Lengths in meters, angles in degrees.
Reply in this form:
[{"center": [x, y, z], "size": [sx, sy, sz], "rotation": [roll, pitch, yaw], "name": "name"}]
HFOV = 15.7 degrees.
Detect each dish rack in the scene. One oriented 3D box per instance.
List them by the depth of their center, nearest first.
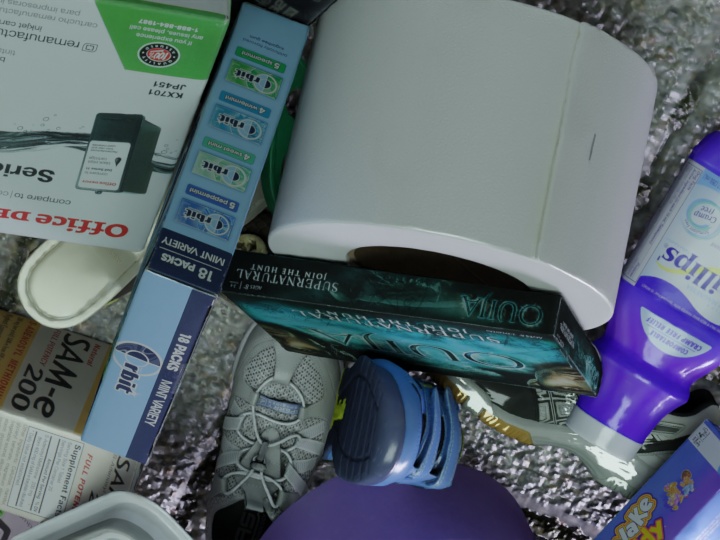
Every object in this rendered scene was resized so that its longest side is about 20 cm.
[{"center": [-0.125, 0.231, 1.593], "size": [0.200, 0.044, 0.171], "rotation": [49, 140, -14], "name": "dish rack"}]

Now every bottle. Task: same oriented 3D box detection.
[{"center": [0.193, 0.018, 1.561], "size": [0.083, 0.065, 0.201], "rotation": [31, 96, -2], "name": "bottle"}]

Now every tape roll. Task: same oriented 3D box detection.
[{"center": [0.058, -0.060, 1.475], "size": [0.202, 0.203, 0.140], "rotation": [12, 76, 1], "name": "tape roll"}, {"center": [0.027, 0.223, 1.662], "size": [0.199, 0.085, 0.201], "rotation": [-9, 125, -12], "name": "tape roll"}]

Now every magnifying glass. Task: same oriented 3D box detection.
[{"center": [-0.041, -0.108, 1.566], "size": [0.079, 0.022, 0.201], "rotation": [-26, 106, -18], "name": "magnifying glass"}]

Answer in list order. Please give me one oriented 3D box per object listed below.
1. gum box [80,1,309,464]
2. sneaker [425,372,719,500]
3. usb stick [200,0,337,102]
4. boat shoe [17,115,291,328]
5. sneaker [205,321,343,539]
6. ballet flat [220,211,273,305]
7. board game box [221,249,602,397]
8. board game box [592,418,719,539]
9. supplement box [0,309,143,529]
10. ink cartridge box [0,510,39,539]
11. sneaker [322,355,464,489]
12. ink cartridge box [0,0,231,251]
[{"center": [-0.092, -0.020, 1.444], "size": [0.044, 0.201, 0.170], "rotation": [20, 142, -6], "name": "gum box"}, {"center": [0.133, 0.071, 1.632], "size": [0.199, 0.076, 0.088], "rotation": [26, 102, -11], "name": "sneaker"}, {"center": [-0.058, -0.148, 1.476], "size": [0.055, 0.033, 0.200], "rotation": [33, 149, -15], "name": "usb stick"}, {"center": [-0.122, -0.036, 1.601], "size": [0.200, 0.060, 0.072], "rotation": [-36, 94, 0], "name": "boat shoe"}, {"center": [-0.056, 0.122, 1.662], "size": [0.074, 0.082, 0.201], "rotation": [11, 117, 1], "name": "sneaker"}, {"center": [0.000, 0.000, 1.606], "size": [0.199, 0.046, 0.068], "rotation": [7, 90, 2], "name": "ballet flat"}, {"center": [0.033, 0.032, 1.512], "size": [0.199, 0.135, 0.028], "rotation": [8, 75, 19], "name": "board game box"}, {"center": [0.195, 0.199, 1.631], "size": [0.200, 0.045, 0.134], "rotation": [-48, 136, 10], "name": "board game box"}, {"center": [-0.228, 0.085, 1.641], "size": [0.199, 0.126, 0.074], "rotation": [18, 115, -3], "name": "supplement box"}, {"center": [-0.272, 0.235, 1.677], "size": [0.146, 0.200, 0.147], "rotation": [-38, 106, 20], "name": "ink cartridge box"}, {"center": [0.026, 0.094, 1.551], "size": [0.082, 0.200, 0.074], "rotation": [16, 91, -4], "name": "sneaker"}, {"center": [-0.166, -0.109, 1.442], "size": [0.146, 0.083, 0.200], "rotation": [8, 140, -15], "name": "ink cartridge box"}]
